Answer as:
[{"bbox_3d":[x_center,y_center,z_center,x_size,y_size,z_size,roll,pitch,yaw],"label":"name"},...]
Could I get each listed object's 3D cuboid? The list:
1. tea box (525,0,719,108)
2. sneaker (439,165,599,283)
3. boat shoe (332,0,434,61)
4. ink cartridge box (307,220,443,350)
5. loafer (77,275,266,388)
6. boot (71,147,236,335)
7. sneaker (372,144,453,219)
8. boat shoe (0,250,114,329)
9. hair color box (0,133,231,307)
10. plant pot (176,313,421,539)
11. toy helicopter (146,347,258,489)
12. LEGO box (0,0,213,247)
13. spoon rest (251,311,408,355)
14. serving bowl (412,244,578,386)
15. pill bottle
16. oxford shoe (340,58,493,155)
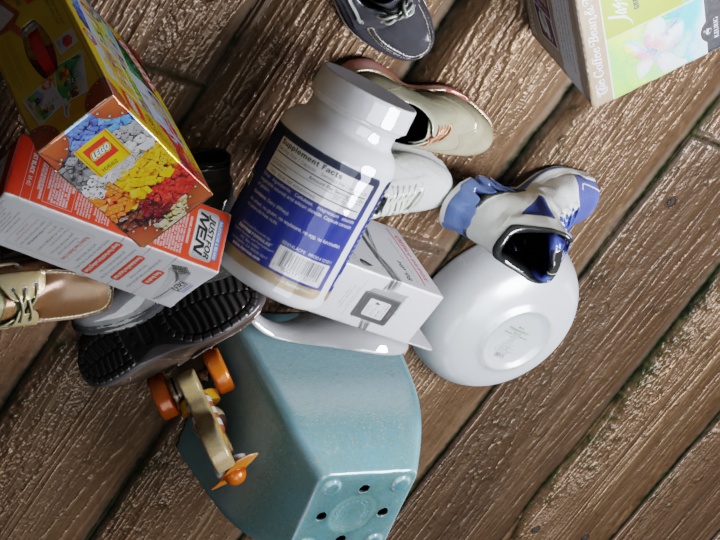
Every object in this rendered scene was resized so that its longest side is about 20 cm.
[{"bbox_3d":[0.253,-0.292,1.652,0.196,0.134,0.200,-26,138,-6],"label":"tea box"},{"bbox_3d":[0.182,-0.039,1.844,0.199,0.115,0.081,-9,135,-44],"label":"sneaker"},{"bbox_3d":[0.014,-0.240,1.611,0.073,0.063,0.200,-37,138,6],"label":"boat shoe"},{"bbox_3d":[0.000,0.000,1.791,0.200,0.116,0.067,20,117,-42],"label":"ink cartridge box"},{"bbox_3d":[-0.180,0.054,1.773,0.199,0.073,0.071,-24,165,10],"label":"loafer"},{"bbox_3d":[-0.200,-0.033,1.690,0.199,0.070,0.132,-29,130,-10],"label":"boot"},{"bbox_3d":[0.017,-0.080,1.752,0.199,0.081,0.077,7,123,-39],"label":"sneaker"},{"bbox_3d":[-0.321,0.024,1.621,0.199,0.074,0.076,1,117,-15],"label":"boat shoe"},{"bbox_3d":[-0.228,-0.041,1.580,0.199,0.064,0.111,23,153,-22],"label":"hair color box"},{"bbox_3d":[-0.046,0.182,1.872,0.195,0.200,0.197,2,128,-31],"label":"plant pot"},{"bbox_3d":[-0.143,0.162,1.757,0.079,0.200,0.133,-24,102,-4],"label":"toy helicopter"},{"bbox_3d":[-0.218,-0.138,1.468,0.077,0.200,0.149,-36,139,6],"label":"LEGO box"},{"bbox_3d":[-0.040,0.048,1.838,0.199,0.099,0.061,18,109,-28],"label":"spoon rest"},{"bbox_3d":[0.156,0.056,1.974,0.199,0.066,0.201,-16,136,-16],"label":"serving bowl"},{"bbox_3d":[-0.038,-0.076,1.607,0.115,0.116,0.201,20,104,-41],"label":"pill bottle"},{"bbox_3d":[0.057,-0.137,1.726,0.199,0.074,0.071,13,122,-38],"label":"oxford shoe"}]
